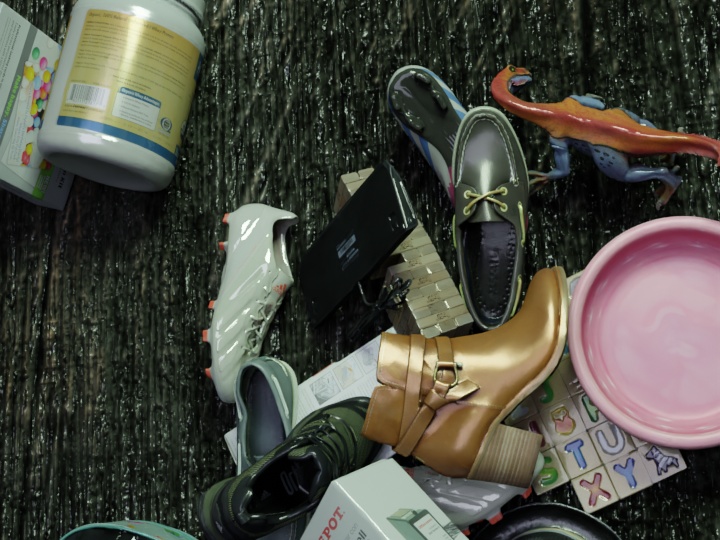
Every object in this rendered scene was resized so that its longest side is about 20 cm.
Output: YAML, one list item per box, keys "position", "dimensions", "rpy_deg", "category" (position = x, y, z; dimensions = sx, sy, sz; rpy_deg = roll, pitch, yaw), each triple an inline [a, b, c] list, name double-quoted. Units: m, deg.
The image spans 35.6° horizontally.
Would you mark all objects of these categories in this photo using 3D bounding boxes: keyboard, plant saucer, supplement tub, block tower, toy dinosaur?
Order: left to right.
- position: [-0.243, -0.197, 1.162]
  dimensions: [0.142, 0.145, 0.203]
  rpy_deg: [10, 80, 19]
  category: "supplement tub"
- position: [0.000, 0.000, 1.038]
  dimensions: [0.200, 0.020, 0.129]
  rpy_deg: [-47, 51, 50]
  category: "keyboard"
- position: [0.040, -0.004, 1.052]
  dimensions: [0.053, 0.058, 0.202]
  rpy_deg: [-16, 61, -20]
  category: "block tower"
- position: [0.210, -0.140, 1.010]
  dimensions: [0.180, 0.200, 0.106]
  rpy_deg: [27, 68, -10]
  category: "toy dinosaur"
- position: [0.282, 0.056, 0.982]
  dimensions: [0.197, 0.051, 0.204]
  rpy_deg: [-4, 75, 13]
  category: "plant saucer"

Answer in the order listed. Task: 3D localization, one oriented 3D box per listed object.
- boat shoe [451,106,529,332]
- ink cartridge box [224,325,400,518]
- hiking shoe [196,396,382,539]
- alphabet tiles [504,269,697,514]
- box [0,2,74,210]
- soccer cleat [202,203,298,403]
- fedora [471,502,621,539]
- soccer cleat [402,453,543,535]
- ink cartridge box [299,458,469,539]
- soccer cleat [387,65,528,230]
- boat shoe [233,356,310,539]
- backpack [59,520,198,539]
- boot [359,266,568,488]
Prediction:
- position: [0.119, -0.045, 1.013]
  dimensions: [0.070, 0.061, 0.205]
  rpy_deg: [-4, 99, 10]
  category: "boat shoe"
- position: [-0.020, 0.153, 1.060]
  dimensions: [0.199, 0.050, 0.110]
  rpy_deg: [-33, 69, 6]
  category: "ink cartridge box"
- position: [-0.038, 0.170, 0.945]
  dimensions: [0.199, 0.100, 0.076]
  rpy_deg: [-33, 95, -33]
  category: "hiking shoe"
- position: [0.207, 0.108, 1.022]
  dimensions: [0.165, 0.006, 0.202]
  rpy_deg: [-27, 71, 10]
  category: "alphabet tiles"
- position: [-0.351, -0.164, 1.158]
  dimensions: [0.041, 0.200, 0.158]
  rpy_deg: [13, 81, 18]
  category: "box"
- position: [-0.106, 0.030, 1.109]
  dimensions: [0.076, 0.069, 0.203]
  rpy_deg: [2, 75, 15]
  category: "soccer cleat"
- position: [0.150, 0.299, 0.947]
  dimensions: [0.197, 0.092, 0.204]
  rpy_deg: [-4, 76, 16]
  category: "fedora"
- position: [0.068, 0.200, 0.998]
  dimensions: [0.198, 0.069, 0.078]
  rpy_deg: [-30, 91, 11]
  category: "soccer cleat"
- position: [0.035, 0.278, 0.906]
  dimensions: [0.200, 0.083, 0.147]
  rpy_deg: [43, 120, 28]
  category: "ink cartridge box"
- position: [0.099, -0.113, 1.081]
  dimensions: [0.069, 0.086, 0.201]
  rpy_deg: [-34, 93, 12]
  category: "soccer cleat"
- position: [-0.088, 0.178, 1.014]
  dimensions: [0.072, 0.062, 0.204]
  rpy_deg: [-6, 76, 14]
  category: "boat shoe"
- position: [-0.212, 0.329, 1.022]
  dimensions: [0.173, 0.153, 0.204]
  rpy_deg: [7, 89, 16]
  category: "backpack"
- position: [0.091, 0.075, 0.963]
  dimensions: [0.153, 0.077, 0.203]
  rpy_deg: [15, 81, 5]
  category: "boot"
